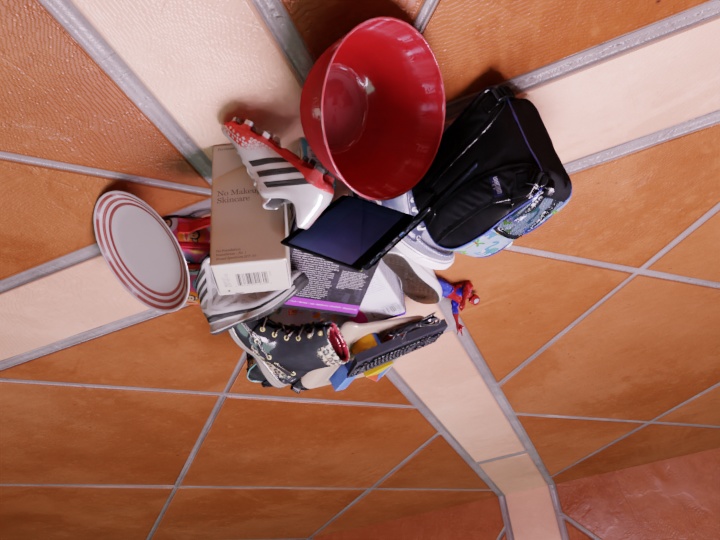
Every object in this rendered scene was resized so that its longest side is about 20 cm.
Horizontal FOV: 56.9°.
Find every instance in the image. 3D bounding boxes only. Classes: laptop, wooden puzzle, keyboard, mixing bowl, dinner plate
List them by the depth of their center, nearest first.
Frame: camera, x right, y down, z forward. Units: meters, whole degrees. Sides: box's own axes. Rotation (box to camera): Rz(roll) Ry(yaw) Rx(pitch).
[{"bbox_3d":[0.000,-0.194,0.804,0.198,0.204,0.107,28,173,-42],"label":"mixing bowl"},{"bbox_3d":[0.027,-0.086,0.839,0.104,0.177,0.200,47,129,-1],"label":"laptop"},{"bbox_3d":[-0.327,-0.029,1.005,0.196,0.024,0.204,19,128,25],"label":"dinner plate"},{"bbox_3d":[0.072,0.126,1.148,0.196,0.021,0.128,-19,151,-29],"label":"keyboard"},{"bbox_3d":[0.013,0.157,1.202,0.197,0.047,0.186,1,139,-42],"label":"wooden puzzle"}]

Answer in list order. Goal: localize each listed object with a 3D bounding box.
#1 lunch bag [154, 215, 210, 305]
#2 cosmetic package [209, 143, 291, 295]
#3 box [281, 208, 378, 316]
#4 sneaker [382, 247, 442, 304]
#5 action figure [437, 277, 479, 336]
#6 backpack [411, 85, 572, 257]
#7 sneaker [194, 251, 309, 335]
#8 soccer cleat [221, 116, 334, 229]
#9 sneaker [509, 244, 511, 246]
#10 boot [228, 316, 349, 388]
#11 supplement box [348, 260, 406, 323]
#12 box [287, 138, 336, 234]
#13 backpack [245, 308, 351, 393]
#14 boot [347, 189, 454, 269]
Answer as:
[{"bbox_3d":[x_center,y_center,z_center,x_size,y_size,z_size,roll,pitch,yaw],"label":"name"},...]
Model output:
[{"bbox_3d":[-0.236,-0.019,1.087,0.195,0.083,0.178,4,140,-15],"label":"lunch bag"},{"bbox_3d":[-0.150,-0.074,0.907,0.101,0.204,0.074,-6,148,-4],"label":"cosmetic package"},{"bbox_3d":[-0.047,-0.009,1.000,0.139,0.037,0.202,8,139,-14],"label":"box"},{"bbox_3d":[0.099,-0.014,1.144,0.071,0.086,0.201,0,150,25],"label":"sneaker"},{"bbox_3d":[0.159,0.057,1.262,0.196,0.101,0.065,14,142,-33],"label":"action figure"},{"bbox_3d":[0.181,-0.119,0.922,0.145,0.187,0.199,8,143,-44],"label":"backpack"},{"bbox_3d":[-0.174,0.013,0.976,0.197,0.117,0.076,-23,-172,30],"label":"sneaker"},{"bbox_3d":[-0.118,-0.128,0.856,0.086,0.198,0.068,-59,156,8],"label":"soccer cleat"},{"bbox_3d":[0.161,-0.079,1.075,0.194,0.081,0.079,2,147,-11],"label":"sneaker"},{"bbox_3d":[-0.121,0.097,1.089,0.151,0.074,0.206,-18,120,24],"label":"boot"},{"bbox_3d":[0.000,0.000,1.136,0.099,0.106,0.201,-15,147,13],"label":"supplement box"},{"bbox_3d":[-0.082,-0.095,0.997,0.048,0.084,0.201,3,145,-15],"label":"box"},{"bbox_3d":[-0.107,0.117,1.238,0.173,0.156,0.199,19,137,-34],"label":"backpack"},{"bbox_3d":[0.079,-0.084,1.010,0.197,0.074,0.091,32,132,-12],"label":"boot"}]
